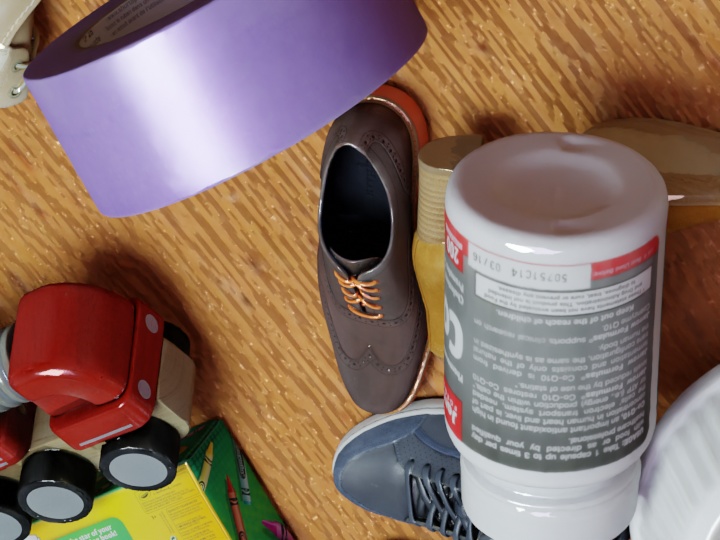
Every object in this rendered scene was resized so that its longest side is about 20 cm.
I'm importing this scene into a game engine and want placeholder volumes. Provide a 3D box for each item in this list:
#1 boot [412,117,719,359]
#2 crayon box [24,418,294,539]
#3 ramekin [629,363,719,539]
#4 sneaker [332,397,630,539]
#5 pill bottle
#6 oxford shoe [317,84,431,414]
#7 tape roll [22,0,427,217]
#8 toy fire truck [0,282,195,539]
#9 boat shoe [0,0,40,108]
[{"bbox_3d":[0.127,-0.006,1.521,0.200,0.071,0.145,1,127,15],"label":"boot"},{"bbox_3d":[-0.144,0.182,1.719,0.199,0.058,0.119,-22,106,29],"label":"crayon box"},{"bbox_3d":[0.247,0.144,1.485,0.201,0.094,0.204,-1,115,-3],"label":"ramekin"},{"bbox_3d":[0.059,0.140,1.568,0.201,0.146,0.077,1,118,23],"label":"sneaker"},{"bbox_3d":[0.099,0.040,1.442,0.113,0.114,0.201,10,124,16],"label":"pill bottle"},{"bbox_3d":[0.000,0.000,1.560,0.071,0.073,0.201,5,118,18],"label":"oxford shoe"},{"bbox_3d":[-0.071,-0.115,1.453,0.199,0.200,0.085,-22,107,29],"label":"tape roll"},{"bbox_3d":[-0.215,0.044,1.622,0.175,0.129,0.200,-22,136,29],"label":"toy fire truck"},{"bbox_3d":[-0.212,-0.126,1.584,0.065,0.072,0.200,38,125,-13],"label":"boat shoe"}]
